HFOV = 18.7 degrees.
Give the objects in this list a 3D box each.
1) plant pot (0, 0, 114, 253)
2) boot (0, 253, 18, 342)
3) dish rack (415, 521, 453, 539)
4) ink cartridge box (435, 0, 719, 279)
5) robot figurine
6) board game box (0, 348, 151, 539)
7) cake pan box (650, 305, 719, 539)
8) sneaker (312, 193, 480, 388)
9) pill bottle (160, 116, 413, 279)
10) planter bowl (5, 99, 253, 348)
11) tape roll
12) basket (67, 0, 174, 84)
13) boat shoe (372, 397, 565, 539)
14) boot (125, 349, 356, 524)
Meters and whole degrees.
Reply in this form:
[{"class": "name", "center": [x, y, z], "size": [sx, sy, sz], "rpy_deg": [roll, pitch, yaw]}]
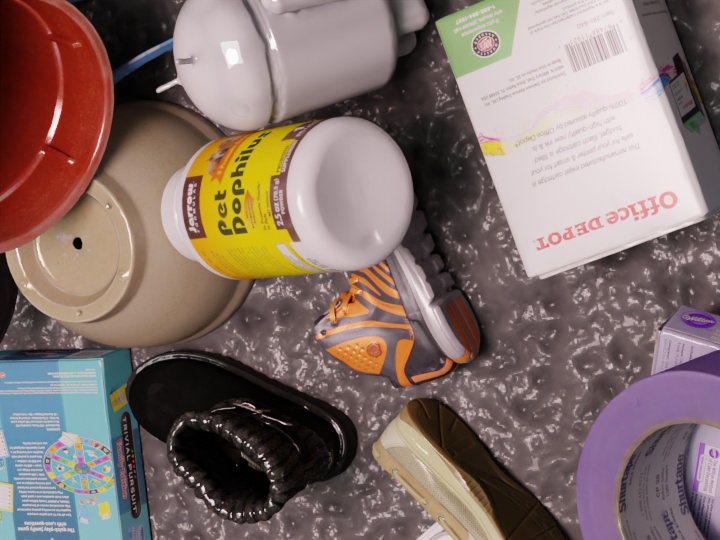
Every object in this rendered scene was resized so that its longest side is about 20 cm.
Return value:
[{"class": "plant pot", "center": [-0.321, -0.138, 1.626], "size": [0.195, 0.200, 0.202], "rpy_deg": [27, 111, 42]}, {"class": "boot", "center": [-0.379, -0.019, 1.761], "size": [0.199, 0.068, 0.189], "rpy_deg": [-1, 101, 25]}, {"class": "dish rack", "center": [0.081, 0.308, 1.697], "size": [0.172, 0.044, 0.200], "rpy_deg": [-45, 78, 26]}, {"class": "ink cartridge box", "center": [0.162, -0.113, 1.557], "size": [0.144, 0.084, 0.201], "rpy_deg": [-20, 90, 28]}, {"class": "robot figurine", "center": [-0.052, -0.170, 1.594], "size": [0.113, 0.199, 0.170], "rpy_deg": [63, 158, 18]}, {"class": "board game box", "center": [-0.257, 0.168, 1.833], "size": [0.150, 0.047, 0.201], "rpy_deg": [-2, 99, 26]}, {"class": "cake pan box", "center": [0.290, 0.142, 1.539], "size": [0.184, 0.052, 0.201], "rpy_deg": [16, 119, 24]}, {"class": "sneaker", "center": [0.000, 0.000, 1.661], "size": [0.112, 0.078, 0.201], "rpy_deg": [-26, 87, 26]}, {"class": "pill bottle", "center": [-0.060, -0.050, 1.596], "size": [0.200, 0.109, 0.110], "rpy_deg": [-5, 98, 52]}, {"class": "planter bowl", "center": [-0.196, -0.027, 1.720], "size": [0.199, 0.135, 0.201], "rpy_deg": [5, 102, 25]}, {"class": "tape roll", "center": [0.248, 0.155, 1.456], "size": [0.199, 0.085, 0.201], "rpy_deg": [11, 107, 39]}, {"class": "basket", "center": [-0.211, -0.239, 1.685], "size": [0.176, 0.139, 0.201], "rpy_deg": [-28, 78, 32]}, {"class": "boat shoe", "center": [0.088, 0.189, 1.658], "size": [0.201, 0.073, 0.063], "rpy_deg": [48, 122, 14]}, {"class": "boot", "center": [-0.120, 0.125, 1.696], "size": [0.210, 0.158, 0.080], "rpy_deg": [13, 105, 23]}]
